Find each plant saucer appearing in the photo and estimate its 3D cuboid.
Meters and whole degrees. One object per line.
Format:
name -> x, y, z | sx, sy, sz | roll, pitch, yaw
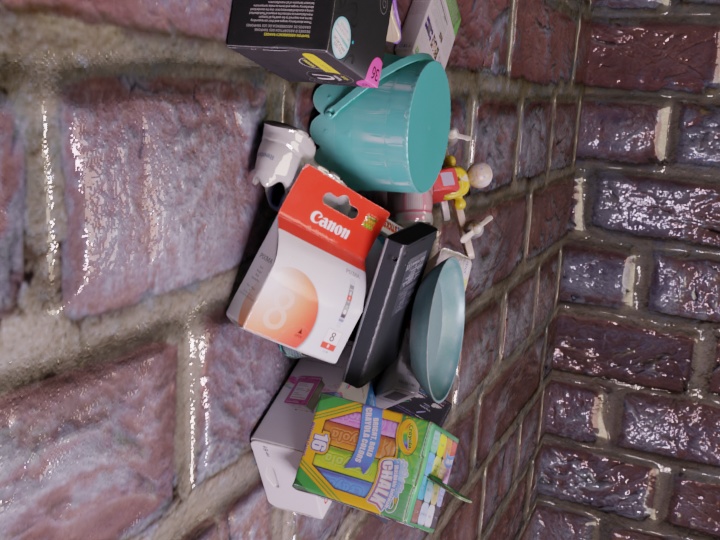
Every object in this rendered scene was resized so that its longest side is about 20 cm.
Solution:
plant saucer -> 0.104, 0.080, 1.213 | 0.200, 0.036, 0.202 | 6, 90, -71

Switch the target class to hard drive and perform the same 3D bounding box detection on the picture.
hard drive -> 0.040, 0.043, 1.152 | 0.139, 0.033, 0.202 | -27, 137, -66

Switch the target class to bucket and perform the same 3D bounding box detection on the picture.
bucket -> 0.034, -0.201, 1.196 | 0.207, 0.134, 0.209 | 9, 90, -69

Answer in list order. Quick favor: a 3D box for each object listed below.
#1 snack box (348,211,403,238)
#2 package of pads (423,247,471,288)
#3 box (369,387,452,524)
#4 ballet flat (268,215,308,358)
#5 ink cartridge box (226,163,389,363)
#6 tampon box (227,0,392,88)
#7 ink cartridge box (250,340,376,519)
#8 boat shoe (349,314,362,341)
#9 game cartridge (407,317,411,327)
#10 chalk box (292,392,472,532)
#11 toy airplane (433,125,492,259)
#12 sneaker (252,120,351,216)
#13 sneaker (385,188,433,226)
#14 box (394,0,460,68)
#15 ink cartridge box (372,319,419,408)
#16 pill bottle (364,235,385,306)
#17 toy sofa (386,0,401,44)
snack box -> 0.032, -0.057, 1.329 | 0.200, 0.071, 0.025 | 23, 76, -67
package of pads -> 0.118, 0.075, 1.510 | 0.155, 0.068, 0.201 | 133, -24, -67
box -> 0.054, 0.286, 1.426 | 0.200, 0.105, 0.123 | -48, 164, -54
ballet flat -> -0.072, 0.022, 1.116 | 0.074, 0.074, 0.202 | -49, 141, -52
ink cartridge box -> -0.047, -0.002, 1.047 | 0.162, 0.050, 0.201 | 27, 95, -43
tampon box -> -0.044, -0.322, 0.974 | 0.150, 0.125, 0.202 | 7, 92, -67
ink cartridge box -> -0.058, 0.211, 1.198 | 0.200, 0.084, 0.145 | -57, 147, -42
boat shoe -> 0.017, 0.067, 1.361 | 0.201, 0.072, 0.068 | -59, 180, -44
game cartridge -> 0.076, 0.108, 1.397 | 0.200, 0.038, 0.131 | 137, -35, -62
chalk box -> 0.041, 0.241, 1.078 | 0.125, 0.198, 0.125 | 46, 58, -62
toy airplane -> 0.163, -0.148, 1.518 | 0.200, 0.140, 0.201 | -86, 153, -45
sneaker -> -0.077, -0.100, 1.074 | 0.200, 0.074, 0.088 | 44, 66, -54
sneaker -> 0.075, -0.120, 1.358 | 0.200, 0.075, 0.106 | 174, -88, -88
box -> 0.115, -0.392, 1.454 | 0.145, 0.036, 0.201 | 61, 45, -56
ink cartridge box -> 0.049, 0.119, 1.334 | 0.200, 0.043, 0.175 | 138, -33, -64
pill bottle -> 0.000, 0.000, 1.223 | 0.200, 0.110, 0.112 | 19, 81, -67
toy sofa -> 0.013, -0.394, 1.125 | 0.083, 0.097, 0.201 | -55, 146, -45
